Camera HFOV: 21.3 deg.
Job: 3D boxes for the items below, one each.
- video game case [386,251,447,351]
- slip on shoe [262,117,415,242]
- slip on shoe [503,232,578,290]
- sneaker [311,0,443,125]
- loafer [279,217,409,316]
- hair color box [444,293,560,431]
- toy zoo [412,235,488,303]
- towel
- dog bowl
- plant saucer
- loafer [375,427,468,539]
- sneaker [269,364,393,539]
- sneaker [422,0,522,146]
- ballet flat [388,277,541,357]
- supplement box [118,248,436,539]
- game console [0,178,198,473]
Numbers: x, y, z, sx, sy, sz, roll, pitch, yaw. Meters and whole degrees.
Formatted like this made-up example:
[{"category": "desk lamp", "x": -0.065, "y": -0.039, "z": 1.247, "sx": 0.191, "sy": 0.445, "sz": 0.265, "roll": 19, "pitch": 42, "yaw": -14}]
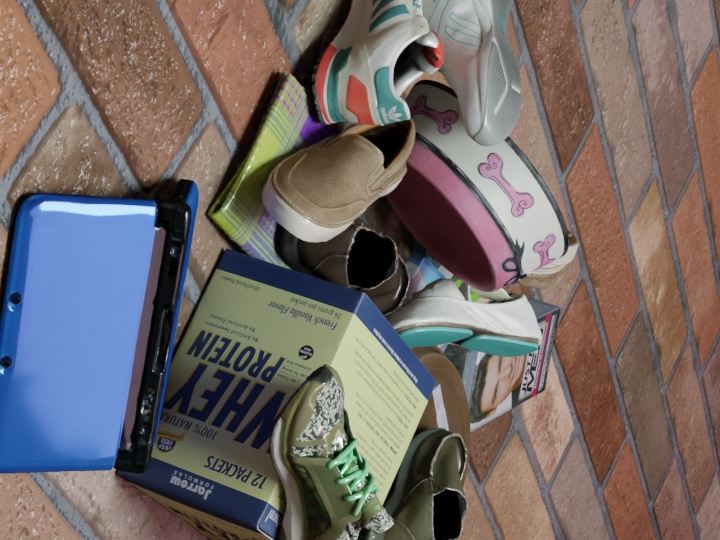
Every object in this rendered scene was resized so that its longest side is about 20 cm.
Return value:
[{"category": "video game case", "x": 0.029, "y": 0.093, "z": 1.809, "sx": 0.201, "sy": 0.018, "sz": 0.143, "roll": -61, "pitch": 152, "yaw": -6}, {"category": "slip on shoe", "x": -0.011, "y": -0.080, "z": 1.530, "sx": 0.061, "sy": 0.076, "sz": 0.200, "roll": -53, "pitch": 167, "yaw": 29}, {"category": "slip on shoe", "x": 0.137, "y": -0.009, "z": 1.852, "sx": 0.200, "sy": 0.076, "sz": 0.061, "roll": -10, "pitch": 132, "yaw": -55}, {"category": "sneaker", "x": 0.034, "y": -0.197, "z": 1.574, "sx": 0.070, "sy": 0.093, "sz": 0.201, "roll": 69, "pitch": 37, "yaw": -52}, {"category": "loafer", "x": 0.000, "y": 0.000, "z": 1.617, "sx": 0.200, "sy": 0.071, "sz": 0.073, "roll": 32, "pitch": 77, "yaw": -62}, {"category": "hair color box", "x": 0.135, "y": 0.095, "z": 2.000, "sx": 0.200, "sy": 0.060, "sz": 0.100, "roll": -20, "pitch": 123, "yaw": -58}, {"category": "toy zoo", "x": 0.098, "y": -0.044, "z": 1.865, "sx": 0.131, "sy": 0.020, "sz": 0.201, "roll": -30, "pitch": 132, "yaw": -41}, {"category": "towel", "x": -0.054, "y": -0.060, "z": 1.583, "sx": 0.144, "sy": 0.023, "sz": 0.200, "roll": -65, "pitch": 152, "yaw": -13}, {"category": "dog bowl", "x": 0.088, "y": -0.066, "z": 1.679, "sx": 0.074, "sy": 0.200, "sz": 0.200, "roll": -41, "pitch": 145, "yaw": -12}, {"category": "plant saucer", "x": 0.053, "y": 0.161, "z": 1.773, "sx": 0.200, "sy": 0.029, "sz": 0.202, "roll": -4, "pitch": 95, "yaw": -60}, {"category": "loafer", "x": 0.064, "y": 0.208, "z": 1.666, "sx": 0.200, "sy": 0.069, "sz": 0.076, "roll": -61, "pitch": 142, "yaw": -54}, {"category": "sneaker", "x": -0.010, "y": 0.159, "z": 1.423, "sx": 0.077, "sy": 0.088, "sz": 0.201, "roll": -42, "pitch": 139, "yaw": -44}, {"category": "sneaker", "x": 0.087, "y": -0.183, "z": 1.605, "sx": 0.070, "sy": 0.080, "sz": 0.201, "roll": 48, "pitch": 32, "yaw": -51}, {"category": "ballet flat", "x": 0.089, "y": 0.039, "z": 1.748, "sx": 0.199, "sy": 0.069, "sz": 0.070, "roll": 8, "pitch": 99, "yaw": -46}, {"category": "supplement box", "x": -0.061, "y": 0.125, "z": 1.553, "sx": 0.201, "sy": 0.134, "sz": 0.200, "roll": -65, "pitch": 152, "yaw": -15}, {"category": "game console", "x": -0.191, "y": 0.035, "z": 1.379, "sx": 0.171, "sy": 0.118, "sz": 0.201, "roll": -98, "pitch": -161, "yaw": -77}]
